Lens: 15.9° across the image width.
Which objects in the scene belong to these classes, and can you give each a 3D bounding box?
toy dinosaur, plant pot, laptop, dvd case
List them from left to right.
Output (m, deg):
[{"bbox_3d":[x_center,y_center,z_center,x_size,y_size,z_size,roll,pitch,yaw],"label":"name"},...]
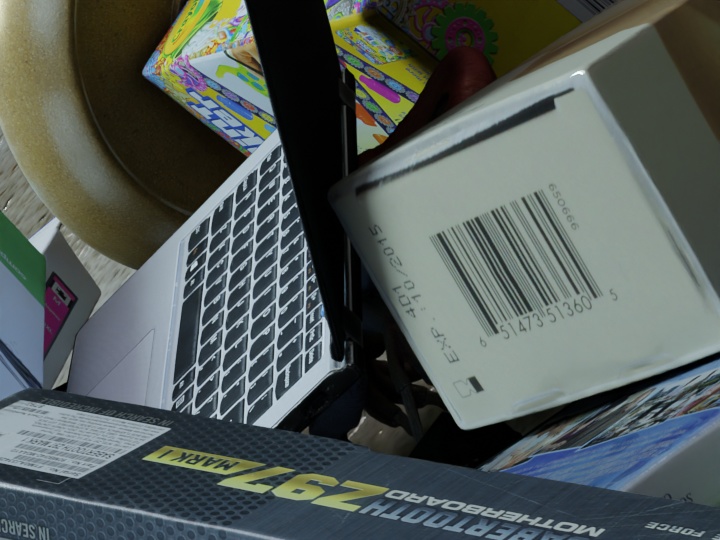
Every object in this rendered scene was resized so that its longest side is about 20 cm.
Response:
[{"bbox_3d":[-0.059,-0.033,0.698,0.200,0.116,0.187,-44,19,19],"label":"laptop"},{"bbox_3d":[-0.050,-0.095,0.977,0.027,0.200,0.200,8,62,51],"label":"plant pot"},{"bbox_3d":[0.000,0.000,0.772,0.182,0.200,0.105,87,-153,-44],"label":"toy dinosaur"},{"bbox_3d":[0.090,0.021,0.577,0.200,0.018,0.143,-32,2,-23],"label":"dvd case"}]

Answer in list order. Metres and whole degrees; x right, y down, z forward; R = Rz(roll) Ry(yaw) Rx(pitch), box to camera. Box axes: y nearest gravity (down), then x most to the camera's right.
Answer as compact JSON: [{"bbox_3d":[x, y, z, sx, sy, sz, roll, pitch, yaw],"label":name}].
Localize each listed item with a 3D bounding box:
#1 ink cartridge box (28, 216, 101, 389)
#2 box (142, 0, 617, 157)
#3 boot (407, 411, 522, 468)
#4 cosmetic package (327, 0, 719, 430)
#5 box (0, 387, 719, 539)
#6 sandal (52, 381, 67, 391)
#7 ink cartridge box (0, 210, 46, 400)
[{"bbox_3d":[-0.148,0.042,0.953,0.095,0.037,0.200,-39,13,15],"label":"ink cartridge box"},{"bbox_3d":[0.053,-0.123,0.904,0.200,0.122,0.193,-59,22,-16],"label":"box"},{"bbox_3d":[-0.005,0.110,0.709,0.168,0.076,0.200,-55,28,4],"label":"boot"},{"bbox_3d":[0.099,-0.045,0.645,0.200,0.071,0.105,-35,7,-40],"label":"cosmetic package"},{"bbox_3d":[0.005,0.115,0.478,0.200,0.158,0.051,9,21,32],"label":"box"},{"bbox_3d":[-0.138,0.084,1.006,0.200,0.075,0.045,-46,50,38],"label":"sandal"},{"bbox_3d":[-0.173,0.051,0.768,0.146,0.084,0.200,-38,20,8],"label":"ink cartridge box"}]
